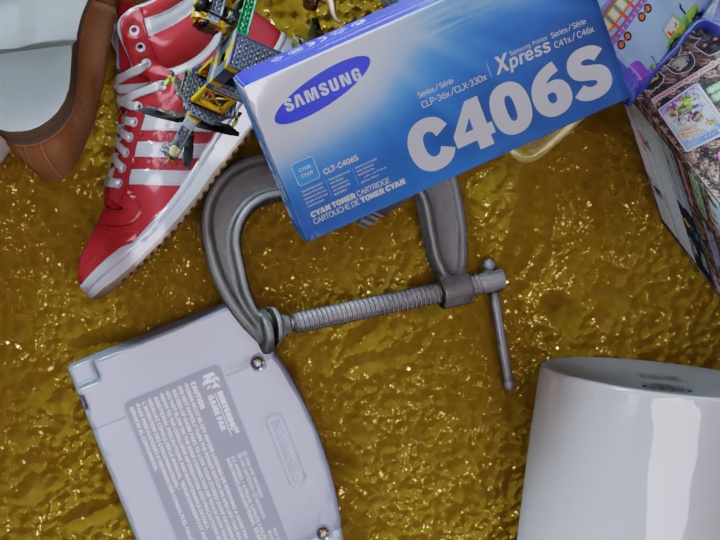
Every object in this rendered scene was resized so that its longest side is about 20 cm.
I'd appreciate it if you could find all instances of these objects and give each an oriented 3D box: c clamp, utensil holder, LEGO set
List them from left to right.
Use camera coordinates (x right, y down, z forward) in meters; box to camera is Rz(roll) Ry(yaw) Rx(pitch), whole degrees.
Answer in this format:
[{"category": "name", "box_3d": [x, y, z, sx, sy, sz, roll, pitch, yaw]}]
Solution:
[{"category": "LEGO set", "box_3d": [-0.027, -0.116, 1.295, 0.198, 0.116, 0.155, 16, 66, -24]}, {"category": "c clamp", "box_3d": [0.000, 0.000, 1.372, 0.198, 0.027, 0.173, -6, 91, -18]}, {"category": "utensil holder", "box_3d": [0.177, 0.165, 1.361, 0.168, 0.170, 0.202, 5, 96, -7]}]

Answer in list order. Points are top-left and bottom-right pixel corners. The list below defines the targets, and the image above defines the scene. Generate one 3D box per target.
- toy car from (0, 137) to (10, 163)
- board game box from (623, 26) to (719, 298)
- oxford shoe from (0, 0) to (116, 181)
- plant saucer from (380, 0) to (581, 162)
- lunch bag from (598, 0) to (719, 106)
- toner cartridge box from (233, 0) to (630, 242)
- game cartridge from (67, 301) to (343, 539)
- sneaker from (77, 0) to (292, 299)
[{"category": "toy car", "box_3d": [-0.295, -0.086, 1.278, 0.174, 0.150, 0.201, 32, 93, -10]}, {"category": "board game box", "box_3d": [0.251, -0.035, 1.301, 0.096, 0.201, 0.160, -30, 141, -2]}, {"category": "oxford shoe", "box_3d": [-0.177, -0.142, 1.303, 0.071, 0.071, 0.202, 0, 57, 15]}, {"category": "plant saucer", "box_3d": [0.108, -0.204, 1.364, 0.200, 0.048, 0.200, -42, 100, -1]}, {"category": "lunch bag", "box_3d": [0.139, -0.206, 1.270, 0.200, 0.094, 0.151, 39, 78, -3]}, {"category": "toner cartridge box", "box_3d": [0.040, -0.101, 1.206, 0.199, 0.043, 0.096, -25, 107, -5]}, {"category": "game cartridge", "box_3d": [-0.088, 0.127, 1.391, 0.132, 0.040, 0.202, -20, 100, 0]}, {"category": "sneaker", "box_3d": [-0.135, -0.089, 1.338, 0.112, 0.071, 0.201, 39, 84, -14]}]
